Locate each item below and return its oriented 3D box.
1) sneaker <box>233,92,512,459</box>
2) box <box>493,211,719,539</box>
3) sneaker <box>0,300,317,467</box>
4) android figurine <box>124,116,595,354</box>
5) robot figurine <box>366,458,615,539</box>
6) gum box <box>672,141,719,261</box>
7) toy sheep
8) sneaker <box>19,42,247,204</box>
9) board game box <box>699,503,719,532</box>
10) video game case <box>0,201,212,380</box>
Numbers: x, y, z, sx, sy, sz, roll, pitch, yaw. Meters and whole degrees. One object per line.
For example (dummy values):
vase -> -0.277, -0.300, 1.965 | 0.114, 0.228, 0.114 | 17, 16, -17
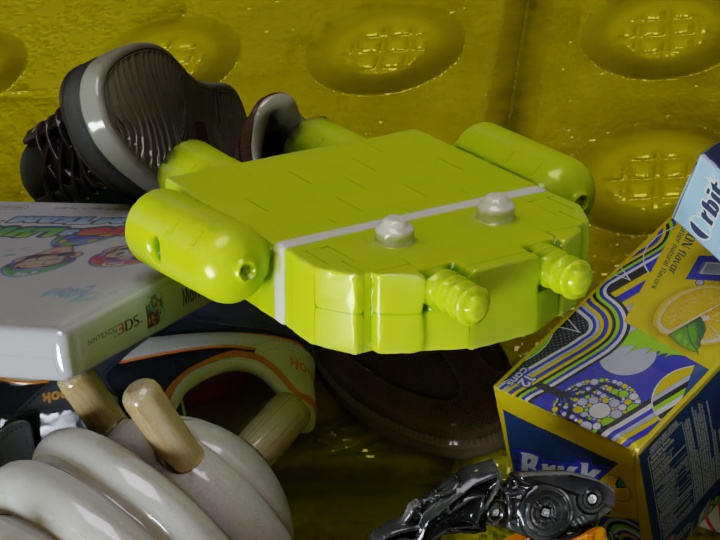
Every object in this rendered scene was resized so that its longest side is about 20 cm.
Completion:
sneaker -> 0.000, 0.000, 0.918 | 0.070, 0.076, 0.200 | -26, 50, -26
box -> 0.141, 0.020, 0.809 | 0.070, 0.065, 0.200 | 23, 50, 37
sneaker -> -0.113, 0.067, 0.883 | 0.199, 0.079, 0.080 | -24, 49, -4
android figurine -> 0.006, -0.018, 0.805 | 0.181, 0.041, 0.200 | -12, 23, -29
robot figurine -> 0.018, 0.149, 0.712 | 0.199, 0.146, 0.058 | -22, 7, -14
gum box -> 0.244, -0.005, 0.767 | 0.170, 0.045, 0.200 | -34, 68, -28
toy sheep -> -0.088, 0.113, 0.774 | 0.200, 0.138, 0.138 | -43, 47, -21
sneaker -> -0.125, -0.054, 0.993 | 0.106, 0.075, 0.200 | -12, -6, 12
board game box -> 0.238, 0.062, 0.819 | 0.199, 0.047, 0.152 | 16, 47, 31
video game case -> -0.150, 0.003, 0.868 | 0.199, 0.024, 0.182 | 2, 17, 28
